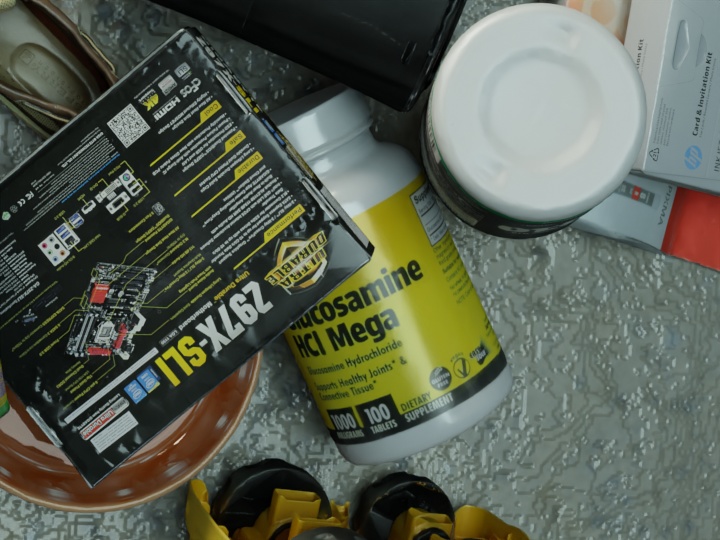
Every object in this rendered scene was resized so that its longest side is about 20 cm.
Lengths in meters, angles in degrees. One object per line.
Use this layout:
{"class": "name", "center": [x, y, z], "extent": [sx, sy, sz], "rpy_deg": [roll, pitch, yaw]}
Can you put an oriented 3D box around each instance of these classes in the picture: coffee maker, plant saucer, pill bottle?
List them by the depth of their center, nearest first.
{"class": "coffee maker", "center": [-0.042, -0.166, 1.262], "extent": [0.199, 0.193, 0.135], "rpy_deg": [21, 124, -4]}
{"class": "pill bottle", "center": [0.090, -0.076, 1.289], "extent": [0.112, 0.200, 0.114], "rpy_deg": [0, 87, -1]}
{"class": "plant saucer", "center": [-0.153, 0.035, 1.332], "extent": [0.199, 0.032, 0.202], "rpy_deg": [0, 91, -20]}
{"class": "pill bottle", "center": [0.000, 0.000, 1.343], "extent": [0.112, 0.112, 0.201], "rpy_deg": [-28, 101, -17]}

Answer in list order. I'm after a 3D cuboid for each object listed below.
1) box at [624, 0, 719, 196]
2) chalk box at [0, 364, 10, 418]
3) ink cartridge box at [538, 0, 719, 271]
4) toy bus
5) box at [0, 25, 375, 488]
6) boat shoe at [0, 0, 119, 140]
{"class": "box", "center": [0.246, -0.119, 1.439], "extent": [0.199, 0.041, 0.157], "rpy_deg": [10, 90, -36]}
{"class": "chalk box", "center": [-0.293, 0.073, 1.191], "extent": [0.200, 0.124, 0.125], "rpy_deg": [-39, 78, -16]}
{"class": "ink cartridge box", "center": [0.190, -0.092, 1.442], "extent": [0.199, 0.050, 0.163], "rpy_deg": [17, 87, -16]}
{"class": "toy bus", "center": [-0.009, 0.221, 1.347], "extent": [0.199, 0.136, 0.193], "rpy_deg": [6, 103, -22]}
{"class": "box", "center": [-0.118, -0.008, 1.261], "extent": [0.200, 0.049, 0.160], "rpy_deg": [-40, 96, 5]}
{"class": "boat shoe", "center": [-0.208, -0.144, 1.282], "extent": [0.202, 0.075, 0.075], "rpy_deg": [34, 81, -18]}
